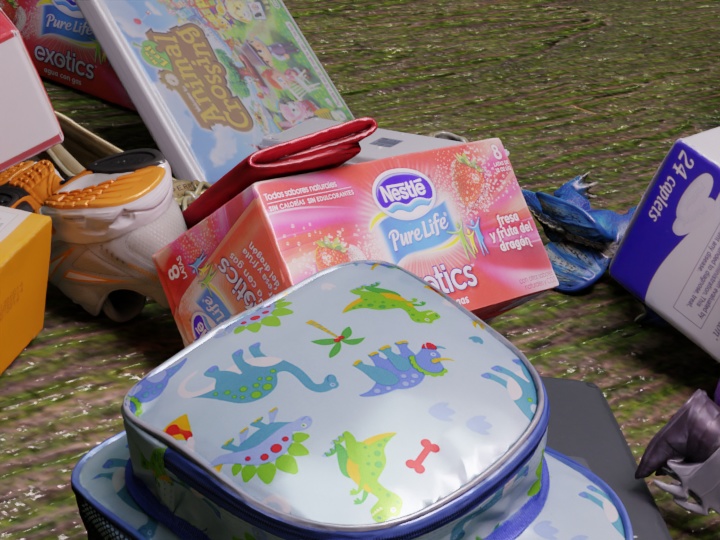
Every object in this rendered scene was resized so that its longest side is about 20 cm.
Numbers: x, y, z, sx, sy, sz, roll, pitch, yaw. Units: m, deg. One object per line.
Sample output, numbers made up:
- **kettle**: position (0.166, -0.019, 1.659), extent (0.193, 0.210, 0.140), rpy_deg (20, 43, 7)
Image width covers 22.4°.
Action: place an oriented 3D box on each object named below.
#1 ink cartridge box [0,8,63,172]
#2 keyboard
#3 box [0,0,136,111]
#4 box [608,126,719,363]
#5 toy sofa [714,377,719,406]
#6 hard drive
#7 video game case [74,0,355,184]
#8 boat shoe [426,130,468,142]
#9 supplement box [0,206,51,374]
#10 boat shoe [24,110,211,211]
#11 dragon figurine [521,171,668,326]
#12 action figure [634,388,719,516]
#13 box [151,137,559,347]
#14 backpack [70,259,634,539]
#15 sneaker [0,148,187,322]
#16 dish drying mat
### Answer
- **ink cartridge box**: position (-0.292, -0.119, 1.162), extent (0.143, 0.084, 0.200), rpy_deg (-28, 33, -11)
- **keyboard**: position (0.012, -0.082, 1.226), extent (0.056, 0.011, 0.199), rpy_deg (-22, 24, -36)
- **box**: position (-0.203, -0.201, 1.455), extent (0.198, 0.097, 0.099), rpy_deg (21, 25, 27)
- **box**: position (0.284, 0.003, 1.086), extent (0.200, 0.106, 0.183), rpy_deg (40, 34, 24)
- **toy sofa**: position (0.238, 0.022, 0.955), extent (0.097, 0.202, 0.082), rpy_deg (30, 29, 29)
- **hard drive**: position (0.073, 0.105, 0.905), extent (0.138, 0.033, 0.200), rpy_deg (6, 22, -8)
- **video game case**: position (-0.101, -0.150, 1.331), extent (0.181, 0.022, 0.201), rpy_deg (-14, 66, -45)
- **boat shoe**: position (0.054, -0.034, 1.189), extent (0.074, 0.069, 0.200), rpy_deg (6, 22, -9)
- **supplement box**: position (-0.276, 0.004, 0.948), extent (0.198, 0.074, 0.126), rpy_deg (12, 22, 6)
- **boat shoe**: position (-0.139, -0.046, 1.145), extent (0.199, 0.064, 0.073), rpy_deg (24, 26, 31)
- **dragon figurine**: position (0.145, -0.023, 1.214), extent (0.198, 0.059, 0.099), rpy_deg (22, 24, 25)
- **action figure**: position (0.229, 0.132, 0.860), extent (0.199, 0.070, 0.130), rpy_deg (35, 23, 20)
- **box**: position (0.000, 0.000, 0.998), extent (0.199, 0.096, 0.102), rpy_deg (-14, -12, -44)
- **backpack**: position (0.003, 0.105, 0.705), extent (0.182, 0.148, 0.199), rpy_deg (-29, 50, -34)
- **sneaker**: position (-0.170, -0.010, 1.048), extent (0.199, 0.093, 0.076), rpy_deg (1, 33, 46)
- **dish drying mat**: position (-0.056, -0.044, 1.004), extent (0.076, 0.018, 0.200), rpy_deg (-19, -3, -23)
